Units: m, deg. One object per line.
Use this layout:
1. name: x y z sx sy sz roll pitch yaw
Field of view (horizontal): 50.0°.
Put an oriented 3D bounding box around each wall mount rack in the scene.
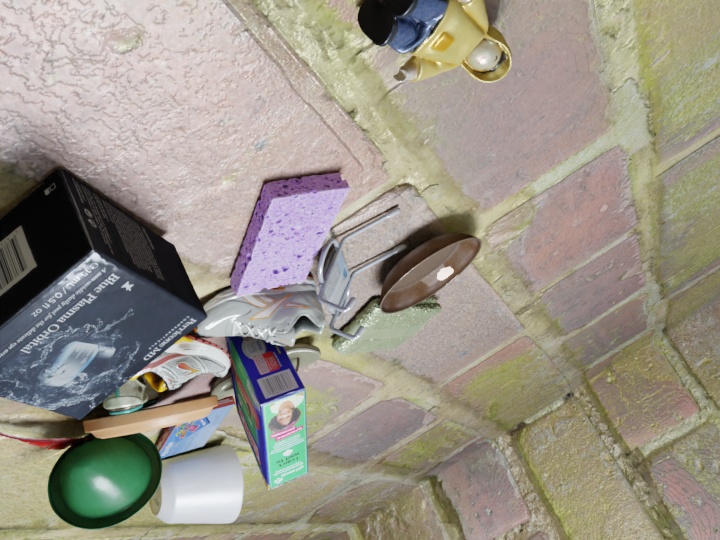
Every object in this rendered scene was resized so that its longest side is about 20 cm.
1. wall mount rack: 0.000 0.000 1.136 0.201 0.074 0.176 75 36 -65

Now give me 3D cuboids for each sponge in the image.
1. sponge: -0.096 -0.044 1.004 0.110 0.030 0.201 -12 150 -32

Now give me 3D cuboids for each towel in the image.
1. towel: 0.052 0.101 1.410 0.198 0.037 0.148 4 138 -49

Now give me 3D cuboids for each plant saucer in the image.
1. plant saucer: -0.313 0.222 1.163 0.197 0.033 0.200 -10 174 -1
2. plant saucer: 0.107 -0.002 1.262 0.199 0.037 0.201 -29 160 -12

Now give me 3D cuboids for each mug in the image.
1. mug: -0.332 0.432 1.498 0.151 0.150 0.188 2 135 -35

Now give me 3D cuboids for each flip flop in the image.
1. flip flop: -0.157 0.183 1.317 0.198 0.058 0.081 -21 153 -17

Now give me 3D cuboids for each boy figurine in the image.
1. boy figurine: 0.084 -0.240 0.800 0.198 0.065 0.124 9 133 -48

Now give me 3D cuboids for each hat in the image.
1. hat: -0.396 0.266 1.130 0.199 0.165 0.178 -33 147 -32

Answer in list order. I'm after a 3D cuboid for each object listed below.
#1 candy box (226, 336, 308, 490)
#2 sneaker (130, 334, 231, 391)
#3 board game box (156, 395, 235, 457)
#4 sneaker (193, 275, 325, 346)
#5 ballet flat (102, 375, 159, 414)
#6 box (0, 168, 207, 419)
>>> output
1. candy box: -0.142 0.200 1.180 0.076 0.170 0.202 -17 133 -18
2. sneaker: -0.259 0.124 1.059 0.199 0.077 0.083 24 79 -53
3. board game box: -0.300 0.282 1.374 0.102 0.020 0.200 -11 154 -35
4. sneaker: -0.137 0.071 1.097 0.198 0.093 0.076 -15 152 -26
5. ballet flat: -0.326 0.169 1.104 0.066 0.063 0.200 -8 173 -12
6. box: -0.302 0.035 0.803 0.196 0.118 0.200 -38 150 5
